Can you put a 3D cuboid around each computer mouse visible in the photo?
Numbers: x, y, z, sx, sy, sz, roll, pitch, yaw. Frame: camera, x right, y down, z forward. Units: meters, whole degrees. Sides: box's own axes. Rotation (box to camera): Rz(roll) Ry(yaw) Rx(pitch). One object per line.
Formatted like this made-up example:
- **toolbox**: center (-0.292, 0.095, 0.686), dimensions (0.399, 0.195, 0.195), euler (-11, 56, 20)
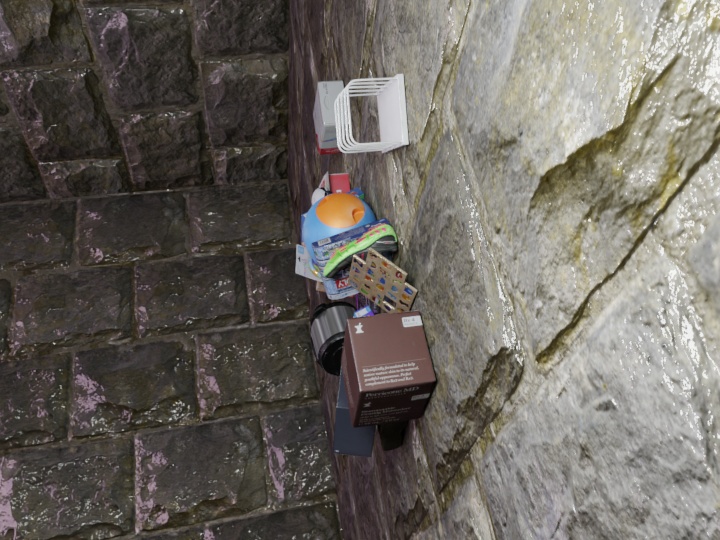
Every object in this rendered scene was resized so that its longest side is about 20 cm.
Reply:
- **computer mouse**: center (-0.120, -0.201, 2.003), dimensions (0.200, 0.043, 0.112), euler (-120, 42, -68)

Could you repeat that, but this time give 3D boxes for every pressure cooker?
- **pressure cooker**: center (-0.063, 0.197, 2.055), dimensions (0.202, 0.174, 0.179), euler (-112, 23, -49)

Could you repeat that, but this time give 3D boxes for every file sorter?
- **file sorter**: center (0.017, -0.330, 1.448), dimensions (0.200, 0.121, 0.143), euler (-155, 60, -79)

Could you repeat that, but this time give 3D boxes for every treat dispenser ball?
- **treat dispenser ball**: center (-0.052, -0.099, 1.746), dimensions (0.201, 0.195, 0.207), euler (174, 90, -80)

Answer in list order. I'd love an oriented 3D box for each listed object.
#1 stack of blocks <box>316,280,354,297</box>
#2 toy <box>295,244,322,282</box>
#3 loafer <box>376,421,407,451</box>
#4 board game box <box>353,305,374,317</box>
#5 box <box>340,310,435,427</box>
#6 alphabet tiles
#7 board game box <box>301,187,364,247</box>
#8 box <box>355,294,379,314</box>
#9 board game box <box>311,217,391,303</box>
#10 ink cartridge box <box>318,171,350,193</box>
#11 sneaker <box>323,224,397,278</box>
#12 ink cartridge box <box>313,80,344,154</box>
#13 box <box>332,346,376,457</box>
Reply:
- **stack of blocks**: center (-0.063, -0.031, 1.955), dimensions (0.059, 0.112, 0.204), euler (118, 159, -51)
- **toy**: center (-0.079, -0.015, 1.839), dimensions (0.048, 0.196, 0.117), euler (-54, 26, 35)
- **loafer**: center (0.071, 0.380, 1.679), dimensions (0.203, 0.074, 0.068), euler (96, 157, -48)
- **board game box**: center (0.024, 0.200, 1.805), dimensions (0.136, 0.044, 0.201), euler (58, 160, 22)
- **box**: center (0.052, 0.214, 1.440), dimensions (0.202, 0.161, 0.167), euler (99, 163, -57)
- **alphabet tiles**: center (0.047, 0.028, 1.490), dimensions (0.166, 0.008, 0.201), euler (36, 153, 12)
- **board game box**: center (-0.079, -0.138, 1.900), dimensions (0.034, 0.198, 0.137), euler (44, 149, 29)
- **box**: center (0.019, 0.082, 1.916), dimensions (0.200, 0.035, 0.147), euler (-138, 43, -77)
- **board game box**: center (0.000, 0.000, 1.656), dimensions (0.062, 0.195, 0.204), euler (-115, 7, -63)
- **ink cartridge box**: center (-0.070, -0.196, 2.120), dimensions (0.176, 0.082, 0.206), euler (140, 123, -75)
- **sneaker**: center (0.000, -0.028, 1.559), dimensions (0.085, 0.197, 0.077), euler (58, -166, -15)
- **ink cartridge box**: center (-0.094, -0.474, 2.094), dimensions (0.200, 0.081, 0.150), euler (120, 143, -73)
- **box**: center (-0.008, 0.329, 1.676), dimensions (0.185, 0.101, 0.203), euler (-83, -1, -45)
